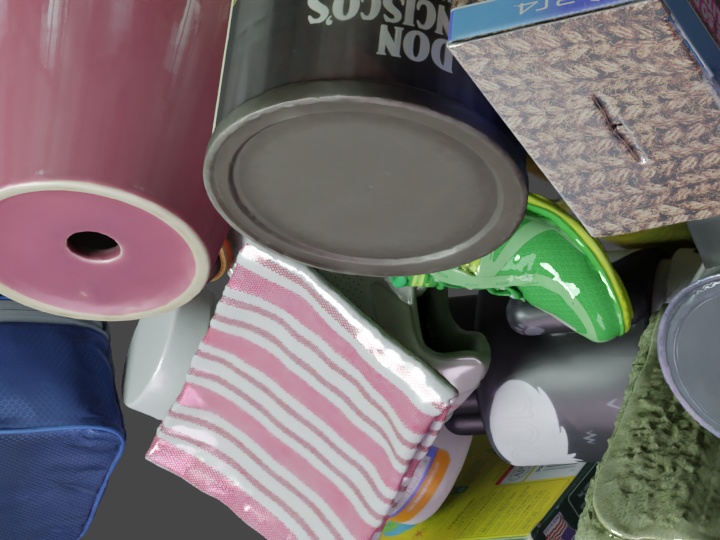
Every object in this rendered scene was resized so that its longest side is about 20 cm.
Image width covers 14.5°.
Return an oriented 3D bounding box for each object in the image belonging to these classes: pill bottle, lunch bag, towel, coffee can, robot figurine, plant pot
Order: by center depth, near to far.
[{"bbox_3d":[0.011,-0.119,1.322,0.146,0.200,0.146,4,148,3],"label":"coffee can"},{"bbox_3d":[-0.127,-0.083,1.428,0.200,0.179,0.200,5,148,3],"label":"plant pot"},{"bbox_3d":[0.200,0.088,1.461,0.148,0.200,0.036,7,128,15],"label":"towel"},{"bbox_3d":[-0.036,0.085,1.598,0.146,0.030,0.200,37,136,9],"label":"towel"},{"bbox_3d":[0.139,0.048,1.649,0.200,0.150,0.125,-5,107,18],"label":"robot figurine"},{"bbox_3d":[-0.039,0.075,1.730,0.200,0.112,0.112,20,146,-18],"label":"pill bottle"},{"bbox_3d":[-0.229,0.085,1.768,0.136,0.132,0.200,1,150,-20],"label":"lunch bag"}]

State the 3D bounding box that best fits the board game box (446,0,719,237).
[{"bbox_3d":[0.121,-0.144,1.261,0.097,0.200,0.159,-10,144,25],"label":"board game box"}]

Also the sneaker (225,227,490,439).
[{"bbox_3d":[0.000,0.000,1.601,0.200,0.078,0.099,46,120,-1],"label":"sneaker"}]

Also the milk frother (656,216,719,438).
[{"bbox_3d":[0.191,-0.010,1.475,0.181,0.188,0.200,48,133,-11],"label":"milk frother"}]

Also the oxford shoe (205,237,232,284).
[{"bbox_3d":[-0.163,-0.041,1.557,0.200,0.073,0.071,33,143,-10],"label":"oxford shoe"}]

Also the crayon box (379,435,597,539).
[{"bbox_3d":[0.081,0.149,1.777,0.200,0.127,0.051,-9,120,49],"label":"crayon box"}]

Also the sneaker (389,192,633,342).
[{"bbox_3d":[0.057,-0.014,1.538,0.200,0.084,0.074,33,164,10],"label":"sneaker"}]
